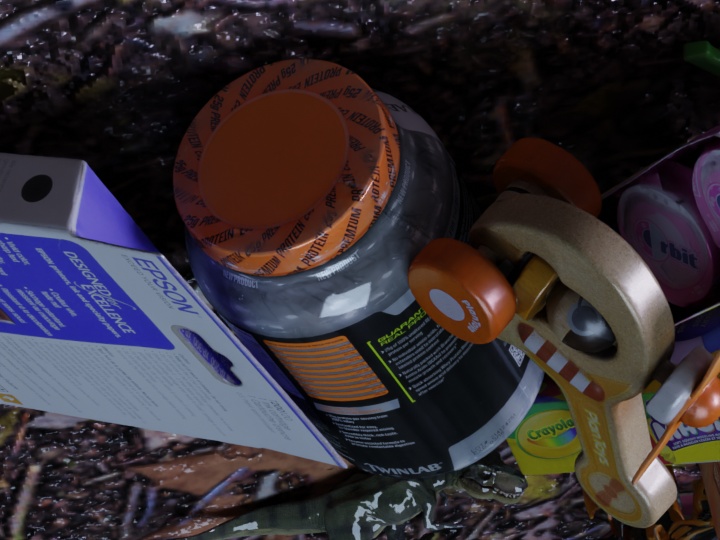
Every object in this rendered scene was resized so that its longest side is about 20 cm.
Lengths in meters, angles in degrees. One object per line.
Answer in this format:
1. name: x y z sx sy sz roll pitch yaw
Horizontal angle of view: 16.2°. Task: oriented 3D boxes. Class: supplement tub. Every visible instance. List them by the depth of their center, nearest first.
1. supplement tub: 0.000 0.000 1.120 0.122 0.123 0.200 -19 145 11

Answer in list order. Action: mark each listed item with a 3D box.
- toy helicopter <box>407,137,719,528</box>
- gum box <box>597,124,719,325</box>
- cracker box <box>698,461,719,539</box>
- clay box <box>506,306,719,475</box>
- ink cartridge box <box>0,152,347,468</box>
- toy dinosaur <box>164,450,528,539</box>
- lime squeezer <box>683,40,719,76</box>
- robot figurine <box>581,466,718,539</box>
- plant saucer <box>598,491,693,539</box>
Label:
1. toy helicopter: 0.108 0.045 1.064 0.079 0.132 0.200 -49 143 -24
2. gum box: 0.163 -0.029 1.077 0.113 0.066 0.200 -28 178 -27
3. cracker box: 0.265 0.082 1.221 0.199 0.134 0.058 0 112 0
4. clay box: 0.173 0.038 1.174 0.200 0.115 0.048 -9 119 36
5. ink cartridge box: -0.120 0.014 1.100 0.200 0.043 0.198 9 155 28
6. toy dinosaur: 0.000 0.145 1.402 0.199 0.048 0.088 -16 131 8
7. lime squeezer: 0.218 -0.053 1.181 0.070 0.038 0.200 -22 145 16
8. robot figurine: 0.176 0.124 1.287 0.145 0.200 0.058 -12 115 0
9. plant saucer: 0.222 0.153 1.404 0.200 0.051 0.201 -1 -179 0
